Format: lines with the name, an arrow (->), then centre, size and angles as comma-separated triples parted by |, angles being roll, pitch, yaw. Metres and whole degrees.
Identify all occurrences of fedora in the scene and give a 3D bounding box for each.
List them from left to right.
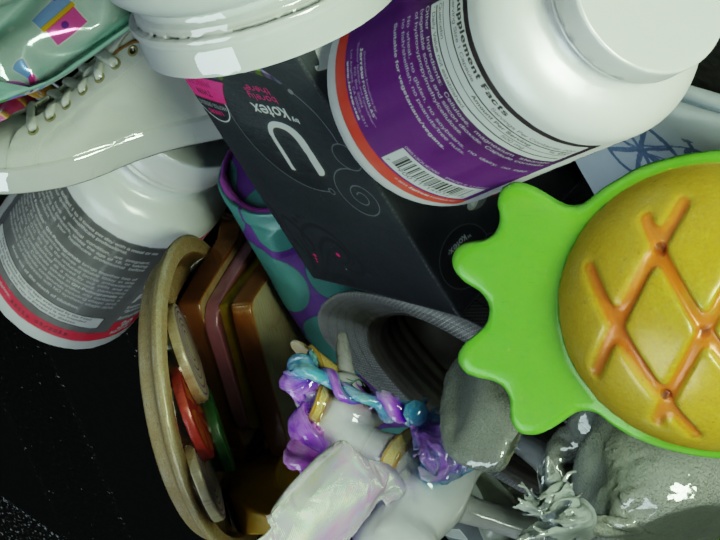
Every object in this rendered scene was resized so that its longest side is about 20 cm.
fedora -> 0.085, 0.043, 1.488 | 0.200, 0.090, 0.177 | 35, 159, 1

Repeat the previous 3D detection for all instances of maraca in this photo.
maraca -> 0.138, 0.016, 1.211 | 0.200, 0.107, 0.137 | -1, 97, 17

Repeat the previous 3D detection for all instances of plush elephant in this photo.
plush elephant -> 0.128, 0.062, 1.337 | 0.165, 0.200, 0.155 | -37, 58, 37

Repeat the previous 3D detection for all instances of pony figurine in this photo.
pony figurine -> 0.016, 0.138, 1.419 | 0.200, 0.193, 0.167 | 28, 147, 7

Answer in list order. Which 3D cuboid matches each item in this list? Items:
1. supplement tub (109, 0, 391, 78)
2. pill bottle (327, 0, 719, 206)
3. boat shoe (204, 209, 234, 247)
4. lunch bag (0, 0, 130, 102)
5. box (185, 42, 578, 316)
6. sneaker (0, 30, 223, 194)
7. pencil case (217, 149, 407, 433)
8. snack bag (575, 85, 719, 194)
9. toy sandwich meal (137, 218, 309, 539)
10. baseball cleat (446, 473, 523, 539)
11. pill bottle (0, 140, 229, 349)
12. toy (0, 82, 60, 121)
supplement tub -> -0.068, -0.199, 1.185 | 0.145, 0.145, 0.200 | 14, 130, 50
pill bottle -> 0.074, -0.100, 1.209 | 0.112, 0.112, 0.200 | 47, 152, -12
boat shoe -> -0.058, 0.008, 1.698 | 0.200, 0.072, 0.072 | 36, 159, 34
lunch bag -> -0.185, -0.155, 1.438 | 0.122, 0.200, 0.170 | 52, 157, -22
box -> -0.001, -0.089, 1.373 | 0.122, 0.106, 0.200 | 15, 145, 50
sneaker -> -0.135, -0.103, 1.502 | 0.073, 0.200, 0.085 | -111, 5, -65
pencil case -> 0.000, 0.000, 1.561 | 0.200, 0.092, 0.085 | 60, -171, -38
snack bag -> 0.184, -0.016, 1.309 | 0.188, 0.021, 0.200 | 20, 150, 45
toy sandwich meal -> -0.065, 0.065, 1.574 | 0.070, 0.205, 0.205 | -10, 136, 14
baseball cleat -> 0.066, 0.146, 1.734 | 0.200, 0.070, 0.107 | 47, 149, 18
pill bottle -> -0.144, -0.045, 1.645 | 0.111, 0.111, 0.200 | 43, 138, 0
toy -> -0.220, -0.104, 1.679 | 0.115, 0.047, 0.200 | 19, 178, 29
